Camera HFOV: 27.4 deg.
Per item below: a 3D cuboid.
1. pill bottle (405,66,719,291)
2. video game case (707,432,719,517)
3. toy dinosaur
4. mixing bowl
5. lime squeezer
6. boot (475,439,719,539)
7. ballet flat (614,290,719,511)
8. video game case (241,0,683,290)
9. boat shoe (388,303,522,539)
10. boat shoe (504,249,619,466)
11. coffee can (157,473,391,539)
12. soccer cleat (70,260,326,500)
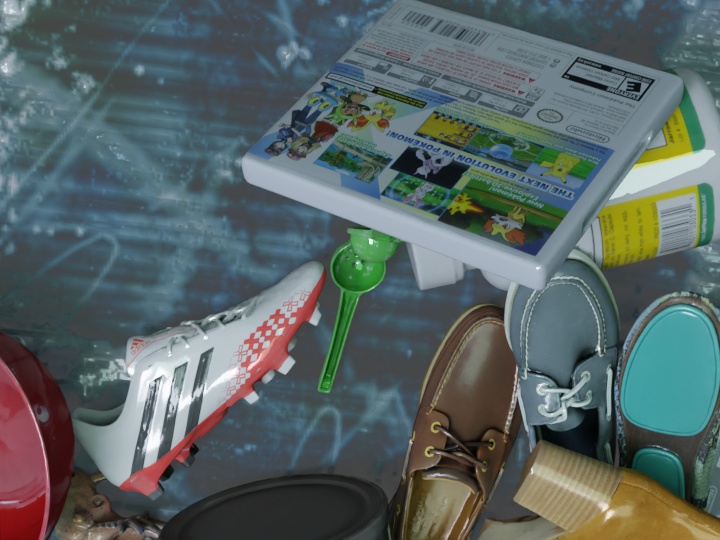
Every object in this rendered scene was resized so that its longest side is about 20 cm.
[{"bbox_3d":[0.123,-0.051,0.923,0.198,0.113,0.114,-14,97,0],"label":"pill bottle"},{"bbox_3d":[0.321,0.128,0.996,0.180,0.023,0.202,18,96,-4],"label":"video game case"},{"bbox_3d":[-0.143,0.233,0.973,0.200,0.085,0.136,50,57,-22],"label":"toy dinosaur"},{"bbox_3d":[-0.254,0.110,0.922,0.198,0.108,0.203,3,99,19],"label":"mixing bowl"},{"bbox_3d":[0.000,0.000,0.920,0.037,0.200,0.071,25,56,-3],"label":"lime squeezer"},{"bbox_3d":[0.141,0.199,0.931,0.143,0.071,0.202,27,133,2],"label":"boot"},{"bbox_3d":[0.196,0.092,0.930,0.073,0.074,0.202,4,119,-2],"label":"ballet flat"},{"bbox_3d":[0.061,-0.082,0.862,0.199,0.183,0.022,21,141,26],"label":"video game case"},{"bbox_3d":[0.065,0.122,0.965,0.071,0.068,0.202,19,96,-4],"label":"boat shoe"},{"bbox_3d":[0.133,0.076,0.920,0.072,0.062,0.201,-10,128,0],"label":"boat shoe"},{"bbox_3d":[-0.039,0.249,0.933,0.145,0.146,0.202,-10,102,0],"label":"coffee can"},{"bbox_3d":[-0.104,0.058,0.955,0.085,0.069,0.200,43,98,-9],"label":"soccer cleat"}]
